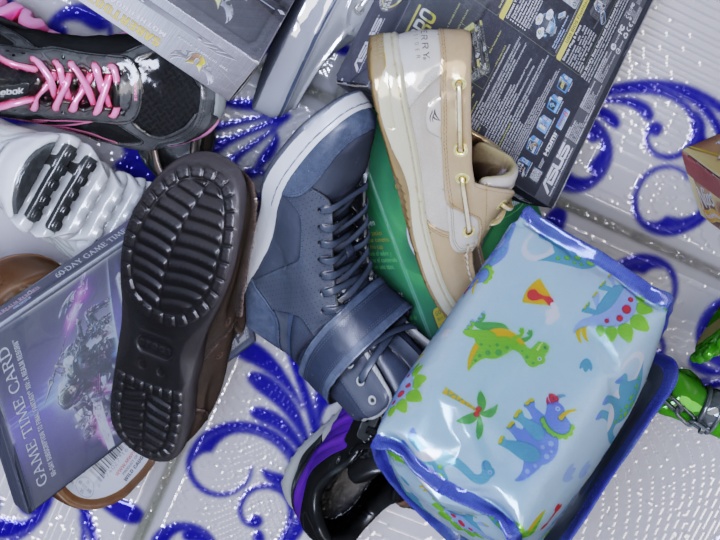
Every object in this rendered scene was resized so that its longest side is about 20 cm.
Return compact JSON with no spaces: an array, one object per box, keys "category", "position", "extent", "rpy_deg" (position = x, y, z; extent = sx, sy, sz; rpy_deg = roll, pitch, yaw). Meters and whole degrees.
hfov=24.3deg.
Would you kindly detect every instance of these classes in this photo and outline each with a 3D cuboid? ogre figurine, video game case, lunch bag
[{"category":"ogre figurine","position":[0.308,0.050,1.153],"extent":[0.120,0.098,0.200],"rpy_deg":[42,69,-5]},{"category":"video game case","position":[-0.148,0.041,1.036],"extent":[0.199,0.019,0.144],"rpy_deg":[-37,138,-31]},{"category":"lunch bag","position":[0.100,0.085,1.001],"extent":[0.127,0.200,0.171],"rpy_deg":[34,78,13]}]

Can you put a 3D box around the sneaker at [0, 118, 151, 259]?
[{"category":"sneaker","position":[-0.174,-0.040,1.033],"extent":[0.076,0.081,0.200],"rpy_deg":[-58,149,-9]}]

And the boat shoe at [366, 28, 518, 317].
[{"category":"boat shoe","position":[0.058,-0.052,0.971],"extent":[0.068,0.074,0.201],"rpy_deg":[-12,130,9]}]

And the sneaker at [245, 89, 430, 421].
[{"category":"sneaker","position":[0.001,0.000,0.998],"extent":[0.146,0.077,0.203],"rpy_deg":[45,141,16]}]

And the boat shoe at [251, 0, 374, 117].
[{"category":"boat shoe","position":[0.001,-0.176,1.042],"extent":[0.065,0.074,0.201],"rpy_deg":[28,102,-12]}]

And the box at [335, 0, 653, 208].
[{"category":"box","position":[0.096,-0.163,1.030],"extent":[0.160,0.049,0.202],"rpy_deg":[29,85,-32]}]

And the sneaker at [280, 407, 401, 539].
[{"category":"sneaker","position":[0.021,0.103,1.118],"extent":[0.069,0.100,0.201],"rpy_deg":[26,102,-18]}]

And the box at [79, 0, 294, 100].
[{"category":"box","position":[-0.117,-0.217,0.967],"extent":[0.199,0.048,0.159],"rpy_deg":[33,57,-12]}]

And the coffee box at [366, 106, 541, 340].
[{"category":"coffee box","position":[0.059,-0.028,1.078],"extent":[0.122,0.044,0.202],"rpy_deg":[-31,107,-30]}]

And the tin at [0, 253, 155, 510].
[{"category":"tin","position":[-0.188,0.073,1.060],"extent":[0.112,0.042,0.200],"rpy_deg":[-56,139,-20]}]

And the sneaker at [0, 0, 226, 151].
[{"category":"sneaker","position":[-0.178,-0.110,0.988],"extent":[0.198,0.095,0.080],"rpy_deg":[11,107,17]}]

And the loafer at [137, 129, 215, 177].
[{"category":"loafer","position":[-0.116,-0.151,1.036],"extent":[0.071,0.063,0.202],"rpy_deg":[-5,108,-5]}]

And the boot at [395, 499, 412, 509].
[{"category":"boot","position":[0.118,0.114,1.146],"extent":[0.200,0.075,0.097],"rpy_deg":[-43,111,-3]}]

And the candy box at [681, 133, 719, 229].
[{"category":"candy box","position":[0.325,-0.082,1.099],"extent":[0.198,0.116,0.056],"rpy_deg":[-24,109,-1]}]

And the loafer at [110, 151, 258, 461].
[{"category":"loafer","position":[-0.104,0.016,1.012],"extent":[0.073,0.071,0.202],"rpy_deg":[26,117,16]}]
